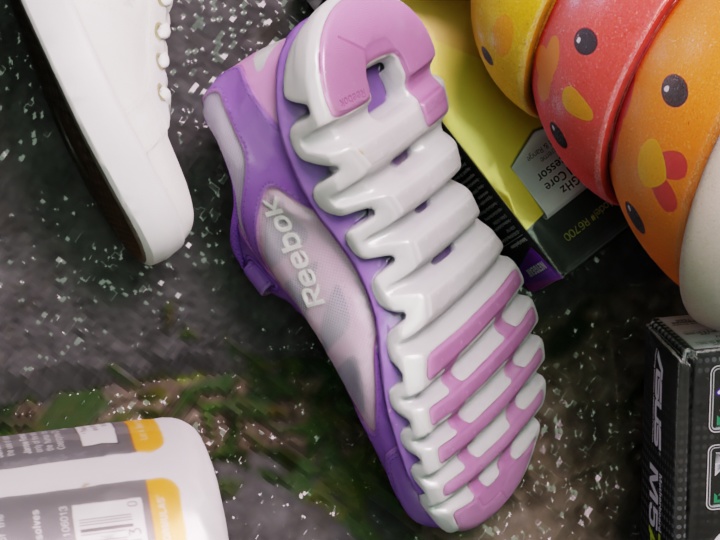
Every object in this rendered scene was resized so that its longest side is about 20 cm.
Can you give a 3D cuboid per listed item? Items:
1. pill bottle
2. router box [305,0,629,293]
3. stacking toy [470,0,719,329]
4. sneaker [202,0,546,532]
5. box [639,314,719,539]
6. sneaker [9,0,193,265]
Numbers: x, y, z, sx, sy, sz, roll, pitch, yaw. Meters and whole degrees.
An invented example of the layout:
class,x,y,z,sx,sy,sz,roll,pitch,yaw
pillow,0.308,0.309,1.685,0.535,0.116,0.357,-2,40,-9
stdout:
class,x,y,z,sx,sy,sz,roll,pitch,yaw
pill bottle,-0.145,0.116,0.836,0.199,0.116,0.117,-7,82,-11
router box,0.099,-0.110,0.952,0.200,0.051,0.149,-38,91,-15
stacking toy,0.087,-0.083,0.861,0.200,0.146,0.146,32,74,26
sneaker,0.000,0.000,0.908,0.080,0.088,0.201,-35,112,-47
box,0.197,0.105,0.900,0.199,0.048,0.194,-4,106,-12
sneaker,-0.084,-0.105,0.906,0.084,0.073,0.201,-19,83,-11
